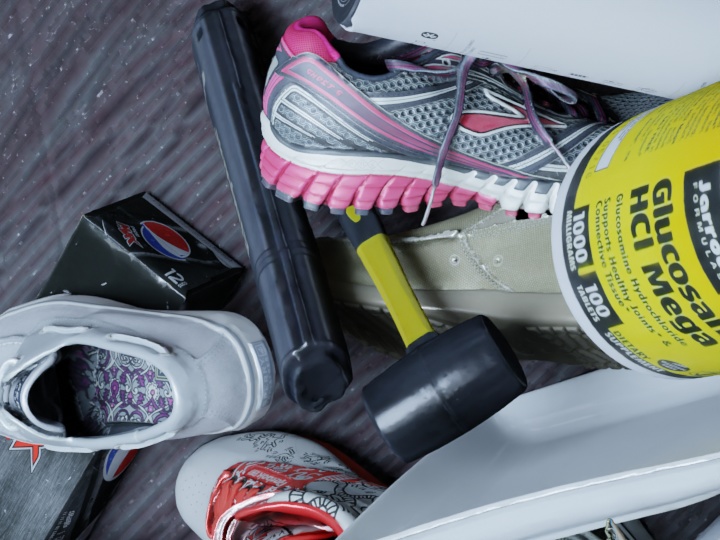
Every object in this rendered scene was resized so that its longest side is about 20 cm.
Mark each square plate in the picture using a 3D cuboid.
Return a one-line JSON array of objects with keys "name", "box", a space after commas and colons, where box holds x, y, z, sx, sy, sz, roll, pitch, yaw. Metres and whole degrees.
[{"name": "square plate", "box": [0.107, 0.072, 1.052, 0.198, 0.200, 0.029, -17, 98, 27]}]

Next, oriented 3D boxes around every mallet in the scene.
[{"name": "mallet", "box": [0.000, 0.000, 1.104, 0.066, 0.041, 0.200, -39, 51, 4]}]

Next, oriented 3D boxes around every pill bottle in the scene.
[{"name": "pill bottle", "box": [0.164, -0.023, 0.960, 0.113, 0.112, 0.200, 66, 155, -1]}]

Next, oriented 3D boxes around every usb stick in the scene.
[{"name": "usb stick", "box": [-0.042, -0.031, 1.134, 0.033, 0.055, 0.200, -17, 61, 1]}]

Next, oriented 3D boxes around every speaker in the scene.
[{"name": "speaker", "box": [0.094, -0.117, 1.029, 0.199, 0.081, 0.081, 11, 110, -12]}]

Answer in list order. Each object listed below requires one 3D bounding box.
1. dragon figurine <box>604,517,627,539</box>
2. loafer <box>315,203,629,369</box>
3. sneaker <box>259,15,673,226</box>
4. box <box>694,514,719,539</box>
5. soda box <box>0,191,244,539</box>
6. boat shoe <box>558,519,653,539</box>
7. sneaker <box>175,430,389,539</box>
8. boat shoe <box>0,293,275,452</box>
[{"name": "dragon figurine", "box": [0.052, 0.154, 1.018, 0.099, 0.200, 0.059, -15, 78, -15]}, {"name": "loafer", "box": [0.058, 0.003, 1.134, 0.200, 0.076, 0.068, 5, 67, 33]}, {"name": "sneaker", "box": [0.058, -0.065, 1.072, 0.199, 0.081, 0.075, 0, 111, -9]}, {"name": "box", "box": [0.227, 0.171, 1.045, 0.106, 0.152, 0.200, -42, 82, 29]}, {"name": "soda box", "box": [-0.140, 0.063, 1.243, 0.071, 0.063, 0.200, 38, 116, 12]}, {"name": "boat shoe", "box": [0.133, 0.176, 1.141, 0.200, 0.064, 0.071, 45, 116, 9]}, {"name": "sneaker", "box": [-0.041, 0.114, 1.156, 0.201, 0.108, 0.067, 18, 95, 42]}, {"name": "boat shoe", "box": [-0.128, 0.053, 1.141, 0.200, 0.068, 0.072, 6, 102, 42]}]
